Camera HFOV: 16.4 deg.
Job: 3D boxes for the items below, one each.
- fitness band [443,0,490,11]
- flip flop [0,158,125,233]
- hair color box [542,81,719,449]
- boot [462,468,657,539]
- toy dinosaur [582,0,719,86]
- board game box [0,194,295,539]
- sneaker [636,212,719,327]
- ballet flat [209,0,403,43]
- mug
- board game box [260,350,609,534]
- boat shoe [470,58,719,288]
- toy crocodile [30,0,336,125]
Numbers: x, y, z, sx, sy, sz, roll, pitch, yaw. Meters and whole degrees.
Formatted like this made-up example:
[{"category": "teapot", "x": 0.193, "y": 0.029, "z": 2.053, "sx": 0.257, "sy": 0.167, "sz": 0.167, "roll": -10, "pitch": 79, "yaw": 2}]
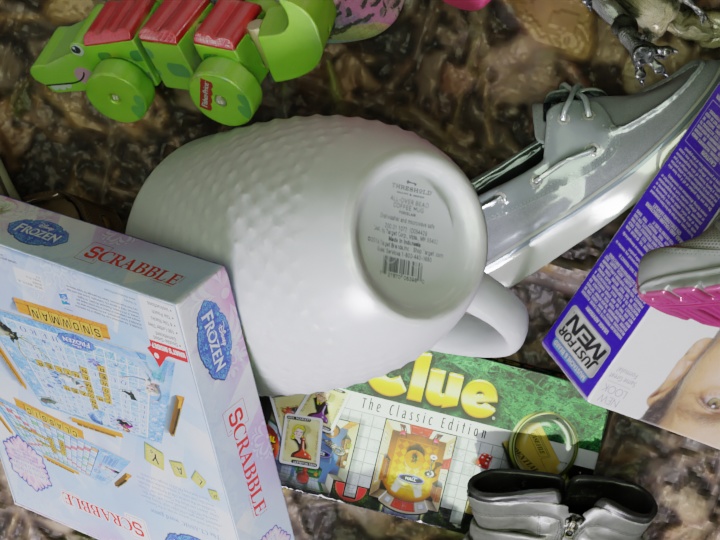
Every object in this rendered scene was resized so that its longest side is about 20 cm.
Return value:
[{"category": "fitness band", "x": 0.019, "y": -0.202, "z": 1.293, "sx": 0.143, "sy": 0.200, "sz": 0.037, "roll": 38, "pitch": 82, "yaw": 14}, {"category": "flip flop", "x": -0.146, "y": 0.000, "z": 1.412, "sx": 0.200, "sy": 0.081, "sz": 0.058, "roll": 45, "pitch": 81, "yaw": -3}, {"category": "hair color box", "x": 0.201, "y": -0.009, "z": 1.346, "sx": 0.109, "sy": 0.065, "sz": 0.200, "roll": 20, "pitch": 113, "yaw": -35}, {"category": "boot", "x": 0.063, "y": 0.164, "z": 1.399, "sx": 0.199, "sy": 0.068, "sz": 0.131, "roll": 0, "pitch": 123, "yaw": -2}, {"category": "toy dinosaur", "x": 0.133, "y": -0.152, "z": 1.330, "sx": 0.200, "sy": 0.088, "sz": 0.048, "roll": 30, "pitch": 114, "yaw": -22}, {"category": "board game box", "x": -0.134, "y": 0.066, "z": 1.344, "sx": 0.200, "sy": 0.041, "sz": 0.200, "roll": 18, "pitch": 133, "yaw": 38}, {"category": "sneaker", "x": 0.230, "y": -0.032, "z": 1.252, "sx": 0.199, "sy": 0.081, "sz": 0.089, "roll": -19, "pitch": 65, "yaw": 20}, {"category": "ballet flat", "x": -0.072, "y": -0.178, "z": 1.375, "sx": 0.199, "sy": 0.071, "sz": 0.069, "roll": 22, "pitch": 89, "yaw": 1}, {"category": "mug", "x": 0.000, "y": 0.000, "z": 1.325, "sx": 0.200, "sy": 0.175, "sz": 0.148, "roll": 27, "pitch": 71, "yaw": -30}, {"category": "board game box", "x": 0.037, "y": 0.092, "z": 1.433, "sx": 0.199, "sy": 0.023, "sz": 0.105, "roll": 13, "pitch": 97, "yaw": 3}, {"category": "boat shoe", "x": 0.117, "y": -0.063, "z": 1.376, "sx": 0.201, "sy": 0.070, "sz": 0.072, "roll": -37, "pitch": 102, "yaw": 13}, {"category": "toy crocodile", "x": -0.098, "y": -0.124, "z": 1.358, "sx": 0.199, "sy": 0.068, "sz": 0.062, "roll": 3, "pitch": 137, "yaw": 36}]
